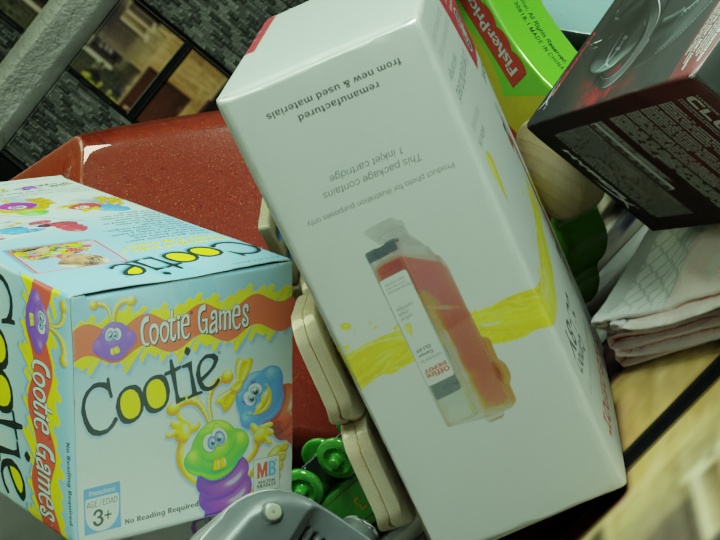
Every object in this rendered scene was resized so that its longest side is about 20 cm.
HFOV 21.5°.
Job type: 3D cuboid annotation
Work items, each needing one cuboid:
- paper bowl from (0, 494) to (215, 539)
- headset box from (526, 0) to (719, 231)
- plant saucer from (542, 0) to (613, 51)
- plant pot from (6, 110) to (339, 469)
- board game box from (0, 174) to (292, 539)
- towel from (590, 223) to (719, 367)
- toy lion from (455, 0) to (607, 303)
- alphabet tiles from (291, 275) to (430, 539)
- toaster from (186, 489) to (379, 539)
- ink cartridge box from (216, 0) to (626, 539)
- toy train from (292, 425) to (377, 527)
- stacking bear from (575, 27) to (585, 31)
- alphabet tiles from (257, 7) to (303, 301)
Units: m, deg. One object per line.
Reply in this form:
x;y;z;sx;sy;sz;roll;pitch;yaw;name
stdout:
-0.147;0.175;0.905;0.201;0.200;0.104;-55;11;-21;paper bowl
0.157;-0.097;0.689;0.149;0.077;0.200;-54;8;-7;headset box
0.136;-0.155;0.958;0.200;0.199;0.028;-65;-21;-52;plant saucer
-0.100;0.014;1.041;0.200;0.175;0.201;-20;67;57;plant pot
-0.125;0.031;0.817;0.200;0.104;0.104;20;114;52;board game box
0.184;-0.059;0.747;0.200;0.032;0.191;-56;11;-21;towel
0.055;-0.071;0.894;0.068;0.201;0.192;-26;-8;-28;toy lion
0.004;0.026;0.817;0.015;0.196;0.200;-21;18;12;alphabet tiles
-0.060;0.187;0.746;0.201;0.113;0.129;-58;8;-22;toaster
0.030;-0.011;0.757;0.083;0.201;0.145;-22;17;11;ink cartridge box
-0.042;0.140;0.976;0.200;0.056;0.042;-44;6;35;toy train
0.117;-0.112;1.010;0.200;0.121;0.114;-74;-9;-59;stacking bear
0.000;0.000;0.901;0.008;0.201;0.168;-15;38;16;alphabet tiles
